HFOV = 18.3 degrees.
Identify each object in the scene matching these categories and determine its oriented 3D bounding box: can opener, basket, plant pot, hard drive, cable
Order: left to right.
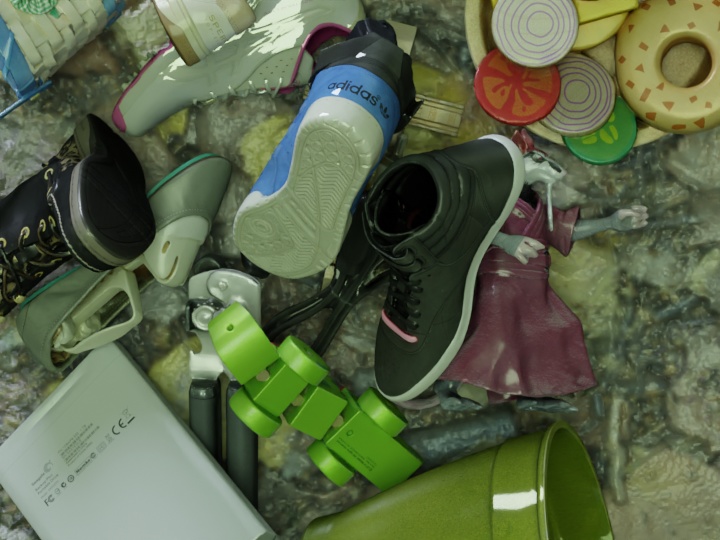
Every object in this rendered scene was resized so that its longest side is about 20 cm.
[{"bbox_3d":[-0.278,-0.189,1.548,0.200,0.139,0.177,-36,92,-4],"label":"basket"},{"bbox_3d":[-0.165,0.161,1.575,0.132,0.027,0.200,-45,61,5],"label":"hard drive"},{"bbox_3d":[-0.094,0.090,1.598,0.052,0.066,0.201,2,103,9],"label":"can opener"},{"bbox_3d":[0.000,0.000,1.576,0.097,0.050,0.200,28,114,3],"label":"cable"},{"bbox_3d":[0.065,0.218,1.537,0.192,0.200,0.201,-11,93,17],"label":"plant pot"}]

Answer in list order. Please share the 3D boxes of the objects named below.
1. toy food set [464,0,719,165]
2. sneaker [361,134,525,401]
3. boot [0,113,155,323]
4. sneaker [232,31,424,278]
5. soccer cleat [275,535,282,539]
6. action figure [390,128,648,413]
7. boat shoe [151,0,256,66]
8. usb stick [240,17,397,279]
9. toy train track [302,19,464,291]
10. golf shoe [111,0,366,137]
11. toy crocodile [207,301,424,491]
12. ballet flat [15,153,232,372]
[{"bbox_3d":[0.167,-0.176,1.550,0.197,0.049,0.201,-16,89,0],"label":"toy food set"},{"bbox_3d":[0.030,-0.001,1.481,0.071,0.099,0.200,39,116,35],"label":"sneaker"},{"bbox_3d":[-0.220,-0.019,1.537,0.150,0.200,0.073,-39,116,11],"label":"boot"},{"bbox_3d":[-0.019,-0.080,1.494,0.077,0.200,0.111,29,55,0],"label":"sneaker"},{"bbox_3d":[-0.151,0.219,1.601,0.200,0.069,0.085,-25,85,16],"label":"soccer cleat"},{"bbox_3d":[0.108,0.000,1.569,0.149,0.134,0.201,-7,79,46],"label":"action figure"},{"bbox_3d":[-0.127,-0.229,1.538,0.065,0.072,0.200,-27,56,4],"label":"boat shoe"},{"bbox_3d":[-0.030,-0.085,1.559,0.033,0.055,0.200,23,111,-18],"label":"usb stick"},{"bbox_3d":[0.005,-0.078,1.587,0.114,0.033,0.201,14,96,4],"label":"toy train track"},{"bbox_3d":[-0.084,-0.148,1.569,0.200,0.075,0.092,-39,90,7],"label":"golf shoe"},{"bbox_3d":[-0.031,0.094,1.563,0.200,0.062,0.068,37,100,-32],"label":"toy crocodile"},{"bbox_3d":[-0.157,0.000,1.586,0.200,0.067,0.064,-39,63,11],"label":"ballet flat"}]
